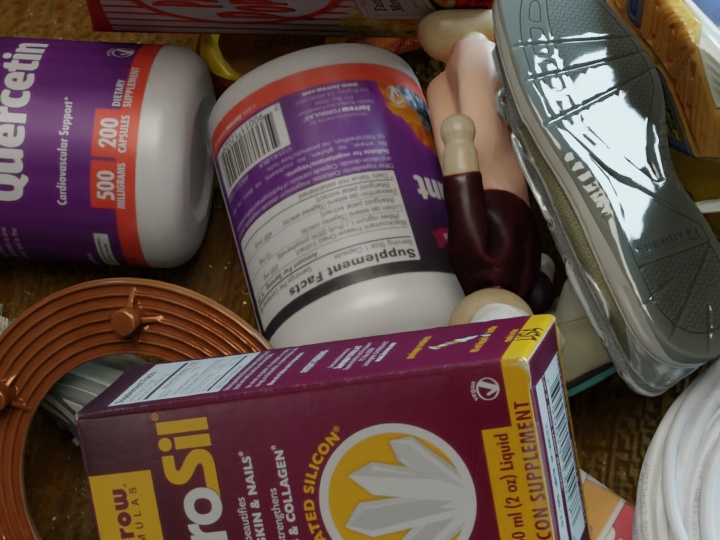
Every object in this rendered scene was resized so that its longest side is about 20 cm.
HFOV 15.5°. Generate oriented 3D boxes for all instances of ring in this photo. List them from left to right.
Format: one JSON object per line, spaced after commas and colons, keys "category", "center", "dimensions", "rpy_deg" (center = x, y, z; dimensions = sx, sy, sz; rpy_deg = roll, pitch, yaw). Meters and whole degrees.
{"category": "ring", "center": [-0.104, 0.103, 1.231], "dimensions": [0.200, 0.019, 0.201], "rpy_deg": [5, 103, 22]}

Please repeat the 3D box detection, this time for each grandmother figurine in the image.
{"category": "grandmother figurine", "center": [0.061, -0.022, 1.231], "dimensions": [0.061, 0.121, 0.200], "rpy_deg": [-23, 47, 27]}

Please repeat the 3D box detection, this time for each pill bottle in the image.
{"category": "pill bottle", "center": [-0.177, -0.062, 1.335], "dimensions": [0.200, 0.112, 0.113], "rpy_deg": [3, 65, 8]}
{"category": "pill bottle", "center": [0.000, 0.000, 1.287], "dimensions": [0.111, 0.111, 0.200], "rpy_deg": [-15, 64, -2]}

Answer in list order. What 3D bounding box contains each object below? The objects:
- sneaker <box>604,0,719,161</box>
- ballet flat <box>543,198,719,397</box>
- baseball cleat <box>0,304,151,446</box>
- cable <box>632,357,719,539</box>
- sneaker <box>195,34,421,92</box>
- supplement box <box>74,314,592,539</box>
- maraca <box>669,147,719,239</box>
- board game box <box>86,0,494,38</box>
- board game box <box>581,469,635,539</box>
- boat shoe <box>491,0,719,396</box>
{"category": "sneaker", "center": [0.188, -0.086, 1.208], "dimensions": [0.088, 0.075, 0.200], "rpy_deg": [-22, 51, -24]}
{"category": "ballet flat", "center": [0.142, 0.007, 1.251], "dimensions": [0.200, 0.069, 0.070], "rpy_deg": [-23, 59, 30]}
{"category": "baseball cleat", "center": [-0.118, 0.085, 1.282], "dimensions": [0.200, 0.070, 0.107], "rpy_deg": [15, 105, 37]}
{"category": "cable", "center": [0.224, 0.121, 1.211], "dimensions": [0.200, 0.069, 0.200], "rpy_deg": [30, 75, 9]}
{"category": "sneaker", "center": [0.011, -0.139, 1.365], "dimensions": [0.200, 0.077, 0.073], "rpy_deg": [-28, 93, -3]}
{"category": "supplement box", "center": [-0.010, 0.091, 1.138], "dimensions": [0.200, 0.086, 0.110], "rpy_deg": [-8, 100, 14]}
{"category": "maraca", "center": [0.184, -0.069, 1.297], "dimensions": [0.200, 0.137, 0.107], "rpy_deg": [19, 101, 18]}
{"category": "board game box", "center": [-0.032, -0.152, 1.251], "dimensions": [0.200, 0.152, 0.046], "rpy_deg": [1, 79, -1]}
{"category": "board game box", "center": [0.066, 0.186, 1.238], "dimensions": [0.096, 0.030, 0.200], "rpy_deg": [34, 75, 20]}
{"category": "boat shoe", "center": [0.107, -0.042, 1.205], "dimensions": [0.074, 0.065, 0.202], "rpy_deg": [-16, 74, -31]}
